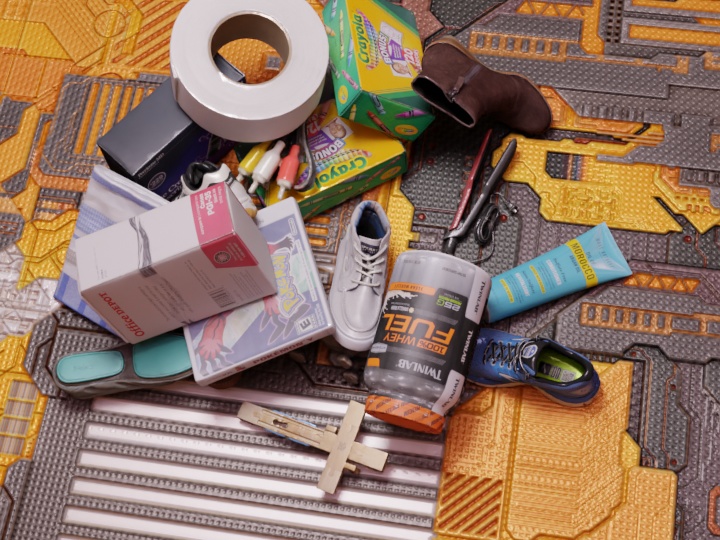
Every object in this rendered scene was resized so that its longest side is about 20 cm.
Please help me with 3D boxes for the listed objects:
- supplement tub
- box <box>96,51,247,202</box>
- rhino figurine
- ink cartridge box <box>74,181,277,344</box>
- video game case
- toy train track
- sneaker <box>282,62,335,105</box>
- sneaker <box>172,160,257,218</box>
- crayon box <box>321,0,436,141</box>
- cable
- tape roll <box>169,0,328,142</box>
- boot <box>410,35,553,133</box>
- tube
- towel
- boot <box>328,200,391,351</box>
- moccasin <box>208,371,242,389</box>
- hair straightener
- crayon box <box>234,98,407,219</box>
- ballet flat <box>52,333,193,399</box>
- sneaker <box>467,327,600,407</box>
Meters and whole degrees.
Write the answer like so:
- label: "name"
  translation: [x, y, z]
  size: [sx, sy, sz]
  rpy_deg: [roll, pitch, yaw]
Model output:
- label: "supplement tub"
  translation: [0.077, 0.086, 1.553]
  size: [0.122, 0.123, 0.200]
  rpy_deg: [13, 77, 10]
- label: "box"
  translation: [-0.239, -0.182, 1.729]
  size: [0.079, 0.141, 0.200]
  rpy_deg: [41, 76, 20]
- label: "rhino figurine"
  translation: [-0.002, 0.092, 1.634]
  size: [0.200, 0.060, 0.088]
  rpy_deg: [21, 60, 10]
- label: "ink cartridge box"
  translation: [-0.220, -0.006, 1.550]
  size: [0.200, 0.147, 0.083]
  rpy_deg: [-20, 57, 8]
- label: "video game case"
  translation: [-0.139, 0.023, 1.606]
  size: [0.182, 0.023, 0.200]
  rpy_deg: [-22, 59, 7]
- label: "toy train track"
  translation: [-0.058, 0.207, 1.607]
  size: [0.200, 0.033, 0.115]
  rpy_deg: [18, 76, 18]
- label: "sneaker"
  translation: [-0.038, -0.282, 1.770]
  size: [0.075, 0.116, 0.200]
  rpy_deg: [40, 75, 19]
- label: "sneaker"
  translation: [-0.198, -0.102, 1.668]
  size: [0.076, 0.200, 0.088]
  rpy_deg: [-34, 107, -26]
- label: "crayon box"
  translation: [0.022, -0.275, 1.717]
  size: [0.119, 0.058, 0.200]
  rpy_deg: [15, 48, -30]
- label: "cable"
  translation: [-0.087, -0.181, 1.672]
  size: [0.097, 0.050, 0.200]
  rpy_deg: [18, 82, 15]
- label: "tape roll"
  translation: [-0.142, -0.266, 1.647]
  size: [0.202, 0.071, 0.203]
  rpy_deg: [2, 71, -7]
- label: "boot"
  translation: [0.158, -0.217, 1.691]
  size: [0.200, 0.072, 0.166]
  rpy_deg: [35, 33, -7]
- label: "tube"
  translation: [0.243, 0.008, 1.663]
  size: [0.200, 0.050, 0.078]
  rpy_deg: [-22, 79, -10]
- label: "towel"
  translation: [-0.313, -0.020, 1.666]
  size: [0.147, 0.024, 0.200]
  rpy_deg: [29, 109, 18]
- label: "boot"
  translation: [0.000, 0.000, 1.616]
  size: [0.073, 0.096, 0.200]
  rpy_deg: [7, 42, -9]
- label: "moccasin"
  translation: [-0.179, 0.052, 1.655]
  size: [0.073, 0.078, 0.202]
  rpy_deg: [1, 67, 2]
- label: "hair straightener"
  translation: [0.168, -0.089, 1.709]
  size: [0.077, 0.041, 0.200]
  rpy_deg: [20, 69, 13]
- label: "crayon box"
  translation: [-0.052, -0.150, 1.736]
  size: [0.200, 0.058, 0.119]
  rpy_deg: [-26, 67, -7]
- label: "ballet flat"
  translation: [-0.286, 0.122, 1.640]
  size: [0.199, 0.064, 0.068]
  rpy_deg: [-8, 64, 6]
- label: "sneaker"
  translation: [0.198, 0.105, 1.596]
  size: [0.199, 0.089, 0.079]
  rpy_deg: [12, 68, 12]
